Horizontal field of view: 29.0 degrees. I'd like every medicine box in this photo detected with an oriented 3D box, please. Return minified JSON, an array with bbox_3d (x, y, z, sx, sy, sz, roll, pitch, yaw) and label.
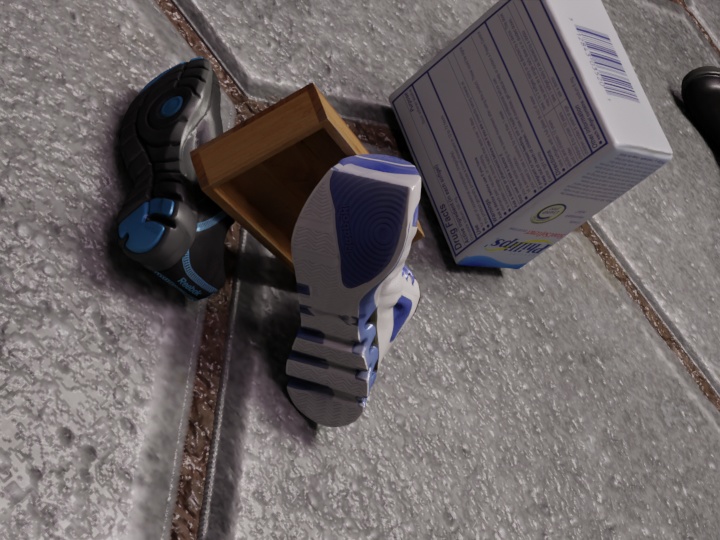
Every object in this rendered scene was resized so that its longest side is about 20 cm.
[{"bbox_3d":[0.150,-0.131,1.267,0.102,0.199,0.184,4,57,-47],"label":"medicine box"}]

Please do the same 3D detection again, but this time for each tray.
[{"bbox_3d":[-0.033,-0.054,1.006,0.200,0.098,0.037,45,20,-60],"label":"tray"}]

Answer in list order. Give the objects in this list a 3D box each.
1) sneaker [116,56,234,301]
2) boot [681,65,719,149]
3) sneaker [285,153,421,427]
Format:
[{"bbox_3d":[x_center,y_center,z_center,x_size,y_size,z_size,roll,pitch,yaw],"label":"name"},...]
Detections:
[{"bbox_3d":[-0.129,-0.068,1.008,0.082,0.072,0.202,48,34,-42],"label":"sneaker"},{"bbox_3d":[0.518,-0.168,1.896,0.211,0.079,0.159,41,35,-21],"label":"boot"},{"bbox_3d":[0.000,0.001,1.007,0.079,0.202,0.115,17,29,11],"label":"sneaker"}]
